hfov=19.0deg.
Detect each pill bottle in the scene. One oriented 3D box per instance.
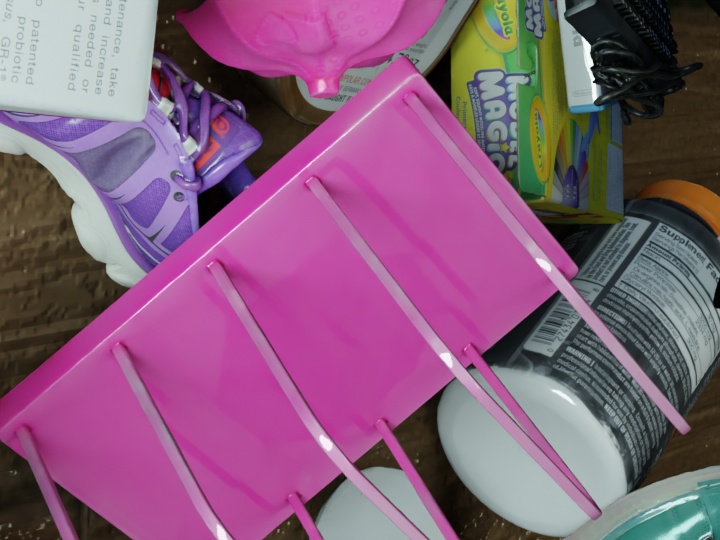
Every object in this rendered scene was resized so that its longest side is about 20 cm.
[{"bbox_3d":[0.129,0.035,1.097,0.200,0.106,0.107,-48,134,-42],"label":"pill bottle"}]

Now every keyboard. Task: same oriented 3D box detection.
[{"bbox_3d":[0.126,-0.116,0.944,0.200,0.039,0.105,15,71,-71],"label":"keyboard"}]

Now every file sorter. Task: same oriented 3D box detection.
[{"bbox_3d":[-0.002,0.058,0.776,0.200,0.126,0.139,-40,135,4],"label":"file sorter"}]

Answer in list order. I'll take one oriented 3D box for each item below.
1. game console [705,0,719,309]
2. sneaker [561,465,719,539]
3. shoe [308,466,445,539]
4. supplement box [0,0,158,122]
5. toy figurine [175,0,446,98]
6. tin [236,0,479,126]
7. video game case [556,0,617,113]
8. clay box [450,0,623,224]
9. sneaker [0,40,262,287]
[{"bbox_3d":[0.162,-0.090,0.990,0.118,0.171,0.200,-39,174,-2],"label":"game console"},{"bbox_3d":[0.118,0.165,1.018,0.071,0.199,0.080,35,28,-55],"label":"sneaker"},{"bbox_3d":[0.002,0.196,0.974,0.091,0.071,0.201,115,-24,-62],"label":"shoe"},{"bbox_3d":[-0.159,-0.102,0.592,0.199,0.101,0.104,3,94,-44],"label":"supplement box"},{"bbox_3d":[-0.027,-0.159,0.755,0.200,0.149,0.185,-55,130,-41],"label":"toy figurine"},{"bbox_3d":[0.023,-0.146,0.870,0.112,0.042,0.201,0,127,-56],"label":"tin"},{"bbox_3d":[0.106,-0.179,0.990,0.143,0.018,0.202,-29,113,-70],"label":"video game case"},{"bbox_3d":[0.081,-0.084,1.000,0.200,0.047,0.116,7,82,-71],"label":"clay box"},{"bbox_3d":[-0.081,-0.063,0.771,0.200,0.083,0.081,50,55,-48],"label":"sneaker"}]
